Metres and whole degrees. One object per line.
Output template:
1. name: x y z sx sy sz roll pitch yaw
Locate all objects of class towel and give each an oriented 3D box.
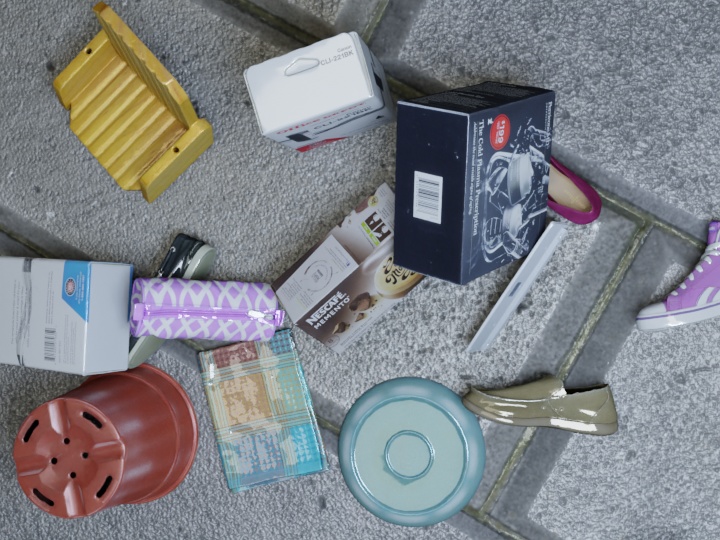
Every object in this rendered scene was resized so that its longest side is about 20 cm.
1. towel: -0.135 0.193 1.320 0.146 0.022 0.201 -15 87 9

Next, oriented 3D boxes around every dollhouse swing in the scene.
1. dollhouse swing: -0.317 -0.218 1.273 0.182 0.176 0.200 -43 84 7

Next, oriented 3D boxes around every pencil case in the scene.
1. pencil case: -0.200 0.053 1.259 0.199 0.085 0.084 2 105 -21

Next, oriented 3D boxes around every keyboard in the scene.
1. keyboard: 0.197 0.023 1.222 0.011 0.056 0.200 42 111 31

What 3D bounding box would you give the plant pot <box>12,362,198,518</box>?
1. plant pot: -0.340 0.228 1.269 0.200 0.195 0.202 0 90 11

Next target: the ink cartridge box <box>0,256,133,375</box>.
1. ink cartridge box: -0.410 0.057 1.307 0.199 0.084 0.146 3 91 31

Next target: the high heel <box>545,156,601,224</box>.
1. high heel: 0.218 -0.129 1.216 0.200 0.096 0.068 33 95 8

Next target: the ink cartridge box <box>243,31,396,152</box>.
1. ink cartridge box: -0.044 -0.217 1.211 0.144 0.200 0.084 -17 87 10

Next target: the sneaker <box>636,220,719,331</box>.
1. sneaker: 0.424 0.004 1.199 0.200 0.073 0.115 -18 83 -1

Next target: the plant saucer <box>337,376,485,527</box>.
1. plant saucer: 0.065 0.242 1.282 0.199 0.027 0.201 0 90 10

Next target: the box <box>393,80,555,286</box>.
1. box: 0.135 -0.109 1.146 0.104 0.182 0.201 18 118 37

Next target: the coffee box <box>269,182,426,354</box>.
1. coffee box: 0.000 0.000 1.238 0.200 0.113 0.080 -41 51 7

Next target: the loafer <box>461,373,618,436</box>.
1. loafer: 0.229 0.164 1.232 0.199 0.076 0.068 7 91 0

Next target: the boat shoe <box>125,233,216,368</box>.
1. boat shoe: -0.276 0.037 1.319 0.066 0.074 0.200 34 97 12
